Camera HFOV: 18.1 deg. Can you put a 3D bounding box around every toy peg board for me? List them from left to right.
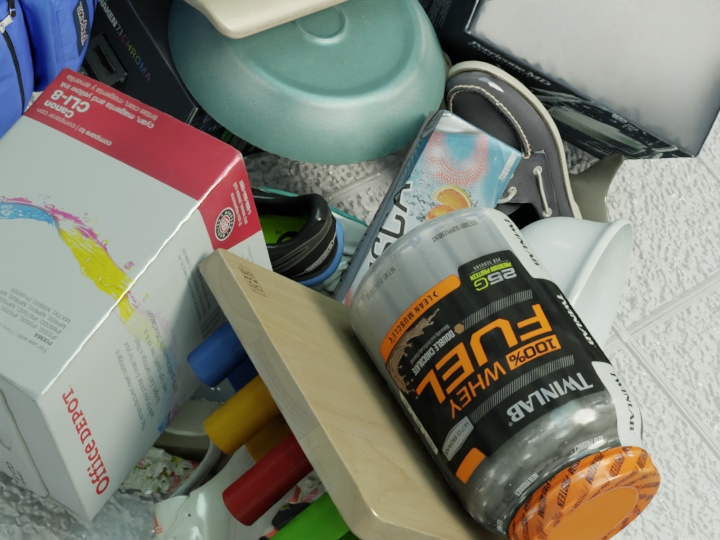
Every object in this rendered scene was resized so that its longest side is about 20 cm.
[{"bbox_3d":[-0.026,0.112,1.361,0.200,0.098,0.200,57,15,28],"label":"toy peg board"}]

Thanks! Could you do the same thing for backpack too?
[{"bbox_3d":[-0.261,-0.179,1.482,0.166,0.163,0.201,5,55,9],"label":"backpack"}]

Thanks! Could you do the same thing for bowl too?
[{"bbox_3d":[0.106,0.044,1.533,0.090,0.202,0.201,23,45,15],"label":"bowl"}]

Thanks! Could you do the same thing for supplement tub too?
[{"bbox_3d":[0.088,0.071,1.369,0.122,0.123,0.201,-13,57,-35],"label":"supplement tub"}]

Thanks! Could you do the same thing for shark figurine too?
[{"bbox_3d":[0.089,-0.081,1.695,0.214,0.128,0.090,33,71,-26],"label":"shark figurine"}]

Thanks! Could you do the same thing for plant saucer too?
[{"bbox_3d":[-0.032,-0.163,1.558,0.198,0.036,0.201,9,54,-12],"label":"plant saucer"}]

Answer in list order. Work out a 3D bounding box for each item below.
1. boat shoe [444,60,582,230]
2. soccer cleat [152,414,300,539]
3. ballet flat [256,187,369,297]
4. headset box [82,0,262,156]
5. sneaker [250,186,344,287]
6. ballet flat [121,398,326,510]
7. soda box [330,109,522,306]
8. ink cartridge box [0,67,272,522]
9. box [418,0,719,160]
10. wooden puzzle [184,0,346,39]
[{"bbox_3d":[0.109,-0.058,1.619,0.201,0.072,0.063,62,37,-32],"label":"boat shoe"},{"bbox_3d":[-0.104,0.180,1.365,0.078,0.069,0.201,42,54,-26],"label":"soccer cleat"},{"bbox_3d":[0.000,0.000,1.583,0.199,0.070,0.070,19,49,-16],"label":"ballet flat"},{"bbox_3d":[-0.106,-0.173,1.629,0.199,0.093,0.175,-20,68,-37],"label":"headset box"},{"bbox_3d":[-0.110,-0.029,1.505,0.198,0.083,0.071,-2,56,2],"label":"sneaker"},{"bbox_3d":[-0.075,0.112,1.453,0.199,0.064,0.076,1,55,-28],"label":"ballet flat"},{"bbox_3d":[0.031,-0.006,1.520,0.063,0.068,0.201,28,89,-8],"label":"soda box"},{"bbox_3d":[-0.171,0.015,1.360,0.144,0.146,0.200,26,62,23],"label":"ink cartridge box"},{"bbox_3d":[0.156,-0.177,1.678,0.199,0.197,0.125,27,84,-13],"label":"box"},{"bbox_3d":[-0.078,-0.241,1.556,0.184,0.037,0.200,-23,46,-31],"label":"wooden puzzle"}]
